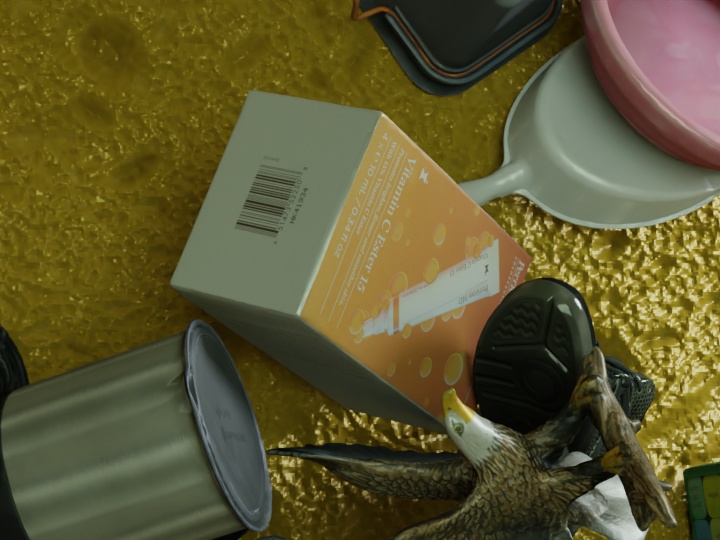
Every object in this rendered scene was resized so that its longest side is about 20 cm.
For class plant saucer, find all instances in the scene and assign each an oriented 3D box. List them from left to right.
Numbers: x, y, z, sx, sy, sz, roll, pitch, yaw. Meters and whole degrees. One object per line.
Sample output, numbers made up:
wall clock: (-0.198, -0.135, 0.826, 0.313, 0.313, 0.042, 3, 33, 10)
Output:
plant saucer: (0.222, -0.142, 1.282, 0.199, 0.051, 0.202, 16, 52, -22)

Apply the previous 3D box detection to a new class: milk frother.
milk frother: (-0.159, 0.074, 1.082, 0.186, 0.180, 0.202, -18, 79, 8)

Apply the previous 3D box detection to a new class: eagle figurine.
eagle figurine: (0.062, 0.124, 1.091, 0.199, 0.152, 0.152, -29, 92, 9)

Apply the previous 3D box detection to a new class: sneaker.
sneaker: (0.126, 0.063, 1.199, 0.076, 0.201, 0.114, 16, 48, 27)

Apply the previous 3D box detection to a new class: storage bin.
storage bin: (0.049, -0.225, 1.234, 0.145, 0.134, 0.201, -34, 90, -18)

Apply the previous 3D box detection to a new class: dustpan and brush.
dustpan and brush: (0.124, -0.074, 1.275, 0.199, 0.057, 0.140, -19, 72, -28)

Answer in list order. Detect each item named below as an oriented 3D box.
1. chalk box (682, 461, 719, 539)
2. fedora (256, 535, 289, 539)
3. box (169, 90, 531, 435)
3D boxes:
chalk box: (0.284, 0.171, 1.241, 0.198, 0.125, 0.125, -7, 83, -18)
fedora: (-0.053, 0.221, 1.123, 0.175, 0.201, 0.090, 13, 43, 27)
box: (0.000, 0.000, 1.147, 0.200, 0.097, 0.125, 38, 69, -52)
